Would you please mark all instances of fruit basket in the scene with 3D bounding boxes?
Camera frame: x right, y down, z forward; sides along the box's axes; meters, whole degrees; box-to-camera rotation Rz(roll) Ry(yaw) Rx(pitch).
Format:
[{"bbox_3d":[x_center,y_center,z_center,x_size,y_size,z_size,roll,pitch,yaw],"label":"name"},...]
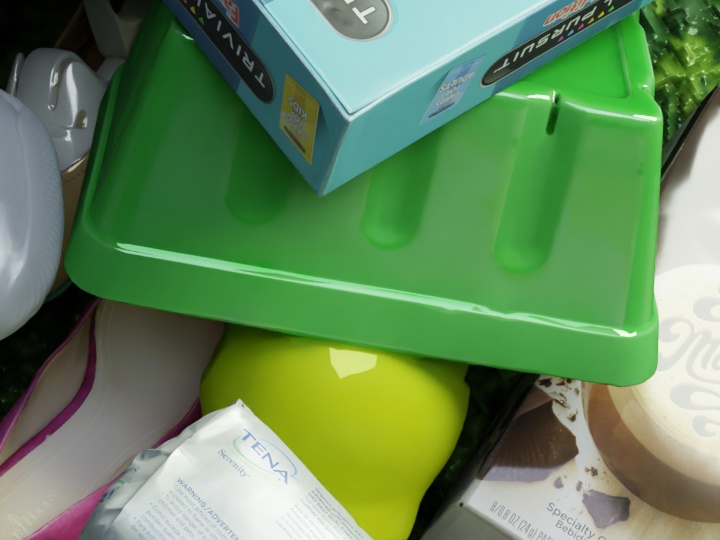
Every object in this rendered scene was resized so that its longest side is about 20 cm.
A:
[{"bbox_3d":[0.000,0.000,0.718,0.215,0.216,0.156,11,34,-7],"label":"fruit basket"}]

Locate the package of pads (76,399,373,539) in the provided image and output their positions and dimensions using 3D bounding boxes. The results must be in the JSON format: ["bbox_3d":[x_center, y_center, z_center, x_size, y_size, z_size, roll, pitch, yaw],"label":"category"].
[{"bbox_3d":[-0.033,0.140,0.659,0.155,0.200,0.068,46,59,7],"label":"package of pads"}]

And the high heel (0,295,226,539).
[{"bbox_3d":[-0.086,0.037,0.739,0.067,0.096,0.200,38,69,4],"label":"high heel"}]

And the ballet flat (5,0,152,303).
[{"bbox_3d":[-0.101,-0.081,0.791,0.068,0.063,0.201,10,61,31],"label":"ballet flat"}]

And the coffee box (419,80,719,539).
[{"bbox_3d":[0.125,0.044,0.784,0.113,0.080,0.200,33,69,2],"label":"coffee box"}]

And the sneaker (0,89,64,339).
[{"bbox_3d":[-0.165,-0.065,0.692,0.075,0.088,0.201,-35,61,20],"label":"sneaker"}]

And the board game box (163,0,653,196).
[{"bbox_3d":[0.023,-0.134,0.649,0.200,0.047,0.151,-31,73,-25],"label":"board game box"}]
